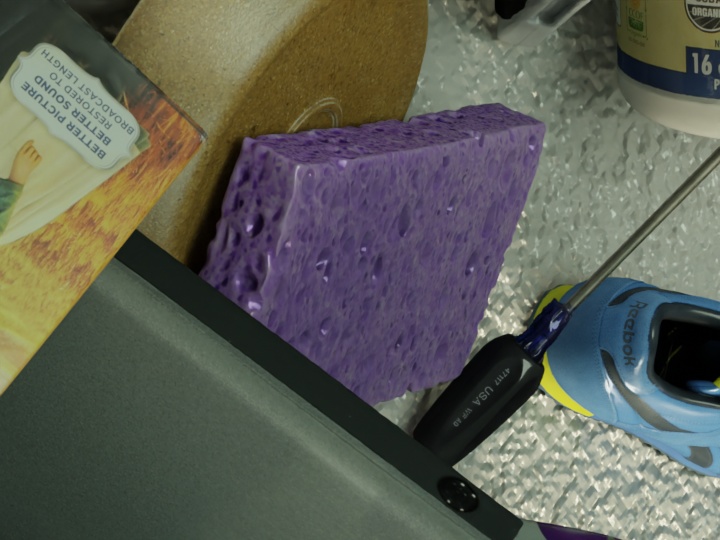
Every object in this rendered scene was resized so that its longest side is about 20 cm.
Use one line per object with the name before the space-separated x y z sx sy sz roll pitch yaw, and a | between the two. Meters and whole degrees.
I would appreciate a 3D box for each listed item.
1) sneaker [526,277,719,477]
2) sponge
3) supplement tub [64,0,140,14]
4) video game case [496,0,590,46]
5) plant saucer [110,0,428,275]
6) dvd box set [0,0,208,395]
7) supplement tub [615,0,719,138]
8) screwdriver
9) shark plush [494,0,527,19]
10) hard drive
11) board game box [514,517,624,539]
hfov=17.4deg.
sneaker | 0.164 0.053 1.032 0.199 0.078 0.066 21 76 -39
sponge | 0.000 0.000 0.855 0.200 0.030 0.112 -13 127 -60
supplement tub | -0.057 -0.197 0.801 0.200 0.145 0.145 -44 117 -30
video game case | 0.091 -0.200 0.912 0.022 0.182 0.201 9 84 -7
plant saucer | -0.032 -0.050 0.818 0.200 0.035 0.201 -47 157 -26
dvd box set | -0.156 -0.012 0.661 0.146 0.029 0.200 43 66 -11
supplement tub | 0.174 -0.167 0.972 0.144 0.144 0.201 -21 117 -37
screwdriver | 0.092 0.001 0.948 0.200 0.029 0.028 -50 146 5
shark plush | 0.038 -0.128 0.857 0.091 0.200 0.084 -23 90 -25
hard drive | -0.064 0.071 0.751 0.200 0.140 0.033 37 32 8
board game box | 0.060 0.146 0.872 0.200 0.102 0.106 26 72 -71
